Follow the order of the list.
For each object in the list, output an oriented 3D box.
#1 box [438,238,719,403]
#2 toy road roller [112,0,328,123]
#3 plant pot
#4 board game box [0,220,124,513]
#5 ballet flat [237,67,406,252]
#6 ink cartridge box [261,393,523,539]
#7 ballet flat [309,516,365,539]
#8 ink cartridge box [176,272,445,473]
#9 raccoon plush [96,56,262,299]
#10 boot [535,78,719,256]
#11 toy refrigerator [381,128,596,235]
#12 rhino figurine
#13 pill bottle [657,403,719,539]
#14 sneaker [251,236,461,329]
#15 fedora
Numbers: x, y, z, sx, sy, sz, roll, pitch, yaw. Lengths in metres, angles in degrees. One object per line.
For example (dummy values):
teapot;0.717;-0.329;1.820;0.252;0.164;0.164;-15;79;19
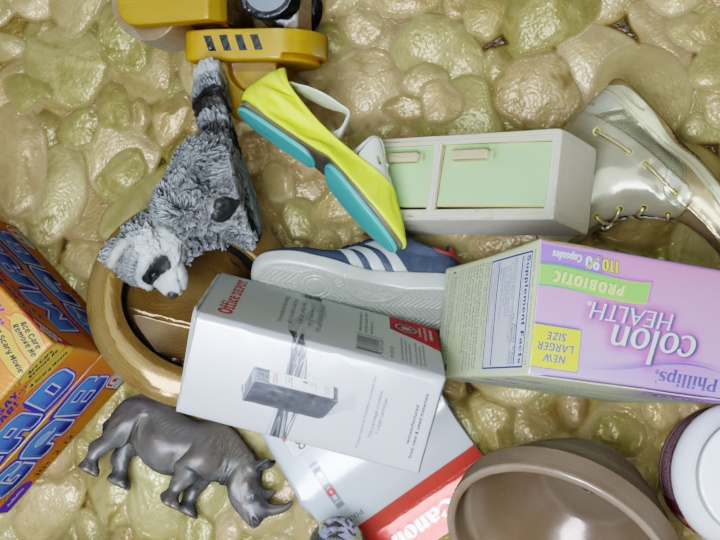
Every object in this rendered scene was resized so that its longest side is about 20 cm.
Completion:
box;0.175;0.047;0.893;0.173;0.200;0.098;9;82;-14
toy road roller;-0.128;-0.209;1.064;0.196;0.123;0.149;1;92;10
plant pot;0.178;0.206;0.929;0.199;0.203;0.093;26;47;14
board game box;-0.363;0.080;1.020;0.200;0.200;0.200;43;91;14
ballet flat;-0.020;-0.104;0.981;0.200;0.067;0.067;42;78;10
ink cartridge box;0.026;0.183;1.007;0.161;0.050;0.201;-35;73;4
ballet flat;-0.019;0.305;0.921;0.071;0.072;0.204;1;76;11
ink cartridge box;-0.039;0.078;0.912;0.197;0.144;0.085;15;102;-2
raccoon plush;-0.164;-0.073;0.982;0.132;0.097;0.202;-15;57;6
boot;0.232;-0.049;0.990;0.155;0.073;0.201;-39;75;2
toy refrigerator;0.098;-0.075;0.979;0.198;0.070;0.077;3;81;40
rhino figurine;-0.153;0.179;1.036;0.197;0.060;0.089;19;75;10
pill bottle;0.296;0.160;0.880;0.111;0.200;0.115;-2;81;11
sneaker;0.000;0.000;1.011;0.197;0.076;0.085;9;42;-10
fedora;-0.150;0.035;1.035;0.197;0.082;0.204;1;78;-7
